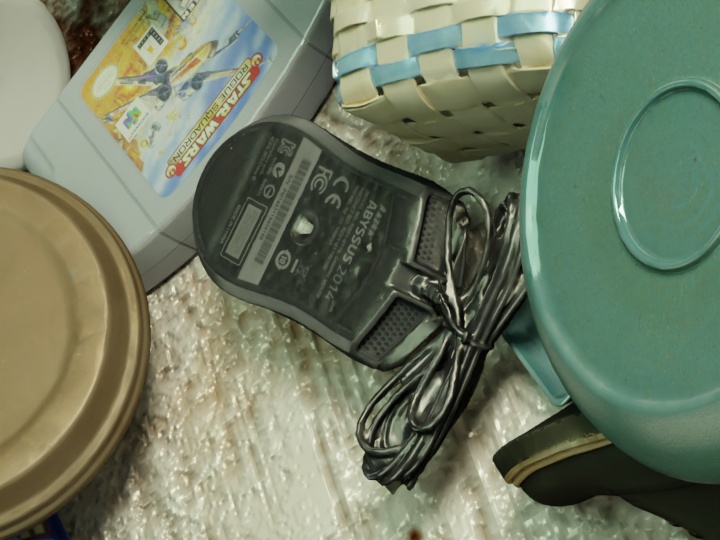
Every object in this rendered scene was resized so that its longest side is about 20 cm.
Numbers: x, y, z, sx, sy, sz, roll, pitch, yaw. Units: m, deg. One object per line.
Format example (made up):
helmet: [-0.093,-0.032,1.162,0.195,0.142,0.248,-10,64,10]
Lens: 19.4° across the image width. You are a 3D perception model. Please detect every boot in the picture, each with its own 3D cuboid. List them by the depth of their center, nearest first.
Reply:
boot: [0.137,0.096,0.778,0.139,0.077,0.200,60,151,1]

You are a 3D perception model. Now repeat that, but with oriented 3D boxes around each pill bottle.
pill bottle: [-0.261,-0.109,1.166,0.199,0.106,0.107,7,76,42]

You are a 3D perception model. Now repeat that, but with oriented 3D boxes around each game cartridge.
game cartridge: [-0.082,-0.093,1.060,0.200,0.041,0.133,-51,44,10]

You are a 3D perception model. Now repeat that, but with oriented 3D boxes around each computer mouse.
computer mouse: [0.000,0.000,0.941,0.200,0.053,0.139,35,99,41]

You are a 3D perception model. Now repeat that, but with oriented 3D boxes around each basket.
basket: [0.067,-0.153,0.889,0.175,0.139,0.202,-4,76,40]

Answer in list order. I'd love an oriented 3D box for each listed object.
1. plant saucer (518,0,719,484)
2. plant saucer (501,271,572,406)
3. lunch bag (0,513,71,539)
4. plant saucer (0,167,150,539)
plant saucer: [0.113,-0.030,0.705,0.200,0.027,0.202,-18,68,53]
plant saucer: [0.135,-0.034,0.867,0.200,0.019,0.070,-47,49,13]
lunch bag: [-0.209,0.170,1.031,0.151,0.094,0.200,-45,61,11]
plant saucer: [-0.200,0.036,1.006,0.198,0.030,0.202,-3,66,7]
